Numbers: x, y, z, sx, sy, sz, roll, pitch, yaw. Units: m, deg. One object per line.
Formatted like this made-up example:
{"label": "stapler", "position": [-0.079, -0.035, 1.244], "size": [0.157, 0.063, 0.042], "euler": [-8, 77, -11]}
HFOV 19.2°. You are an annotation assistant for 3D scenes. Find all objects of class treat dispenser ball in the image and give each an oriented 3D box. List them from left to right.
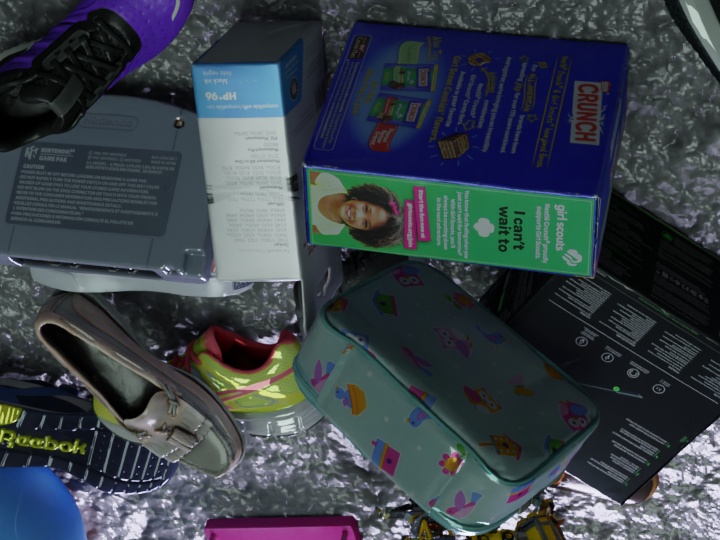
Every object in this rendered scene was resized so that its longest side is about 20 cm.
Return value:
{"label": "treat dispenser ball", "position": [-0.334, 0.246, 1.829], "size": [0.200, 0.201, 0.202], "euler": [8, 130, 10]}

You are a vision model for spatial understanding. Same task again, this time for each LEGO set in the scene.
{"label": "LEGO set", "position": [0.087, 0.249, 1.796], "size": [0.153, 0.116, 0.201], "euler": [-11, 135, -13]}

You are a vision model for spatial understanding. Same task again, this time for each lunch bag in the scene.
{"label": "lunch bag", "position": [0.064, 0.088, 1.500], "size": [0.200, 0.160, 0.077], "euler": [42, 125, 15]}

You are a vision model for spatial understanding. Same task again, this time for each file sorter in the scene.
{"label": "file sorter", "position": [-0.060, 0.331, 1.870], "size": [0.138, 0.126, 0.201], "euler": [-4, 127, 18]}

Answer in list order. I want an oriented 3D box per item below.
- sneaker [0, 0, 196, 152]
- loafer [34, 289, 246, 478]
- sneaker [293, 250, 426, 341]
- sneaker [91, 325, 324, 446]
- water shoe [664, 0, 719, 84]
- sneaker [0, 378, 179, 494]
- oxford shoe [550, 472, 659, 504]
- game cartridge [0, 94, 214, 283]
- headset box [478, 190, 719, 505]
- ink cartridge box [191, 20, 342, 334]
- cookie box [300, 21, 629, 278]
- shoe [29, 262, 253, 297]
{"label": "sneaker", "position": [-0.198, -0.145, 1.524], "size": [0.200, 0.100, 0.070], "euler": [-34, 114, 21]}
{"label": "loafer", "position": [-0.178, 0.096, 1.674], "size": [0.200, 0.063, 0.072], "euler": [43, 115, -3]}
{"label": "sneaker", "position": [0.000, 0.000, 1.617], "size": [0.099, 0.071, 0.201], "euler": [10, 135, 2]}
{"label": "sneaker", "position": [-0.127, 0.084, 1.730], "size": [0.199, 0.078, 0.091], "euler": [-6, 118, 13]}
{"label": "water shoe", "position": [0.277, -0.147, 1.435], "size": [0.079, 0.072, 0.200], "euler": [-38, 112, 6]}
{"label": "sneaker", "position": [-0.248, 0.133, 1.804], "size": [0.199, 0.082, 0.074], "euler": [16, 105, -20]}
{"label": "oxford shoe", "position": [0.140, 0.154, 1.702], "size": [0.199, 0.073, 0.071], "euler": [19, 130, 0]}
{"label": "game cartridge", "position": [-0.189, -0.064, 1.581], "size": [0.199, 0.134, 0.040], "euler": [6, 169, 22]}
{"label": "headset box", "position": [0.181, 0.061, 1.601], "size": [0.174, 0.093, 0.200], "euler": [31, 130, -10]}
{"label": "ink cartridge box", "position": [-0.063, -0.066, 1.518], "size": [0.067, 0.116, 0.201], "euler": [0, 111, 15]}
{"label": "cookie box", "position": [0.076, -0.086, 1.461], "size": [0.199, 0.172, 0.075], "euler": [6, 133, 11]}
{"label": "shoe", "position": [-0.173, -0.034, 1.648], "size": [0.199, 0.071, 0.091], "euler": [3, 107, 29]}
